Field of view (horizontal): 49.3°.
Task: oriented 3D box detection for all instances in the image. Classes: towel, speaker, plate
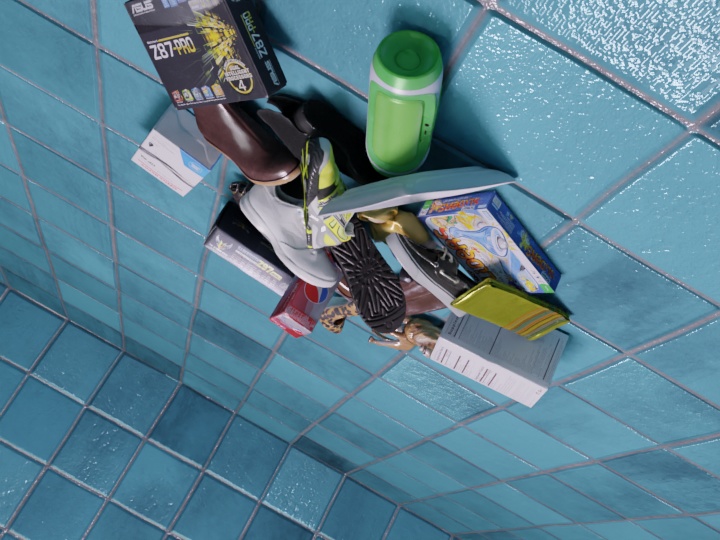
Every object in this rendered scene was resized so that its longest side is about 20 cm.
[{"bbox_3d":[0.240,0.066,1.242,0.200,0.018,0.086,22,135,-35],"label":"towel"},{"bbox_3d":[0.051,-0.198,0.966,0.088,0.088,0.200,24,155,10],"label":"speaker"},{"bbox_3d":[0.071,-0.109,1.056,0.200,0.199,0.032,-7,94,52],"label":"plate"}]

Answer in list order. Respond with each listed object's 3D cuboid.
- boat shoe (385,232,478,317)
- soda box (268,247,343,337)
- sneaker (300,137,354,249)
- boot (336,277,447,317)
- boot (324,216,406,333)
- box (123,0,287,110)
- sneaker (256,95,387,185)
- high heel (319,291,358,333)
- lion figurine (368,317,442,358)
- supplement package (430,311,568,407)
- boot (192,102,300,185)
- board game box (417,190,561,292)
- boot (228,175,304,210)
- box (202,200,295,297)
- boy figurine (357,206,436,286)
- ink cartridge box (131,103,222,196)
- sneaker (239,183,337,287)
[{"bbox_3d":[0.118,-0.006,1.211,0.200,0.064,0.071,39,-162,-34],"label":"boat shoe"},{"bbox_3d":[-0.078,0.017,1.372,0.063,0.200,0.070,37,154,-16],"label":"soda box"},{"bbox_3d":[-0.045,-0.113,1.124,0.076,0.075,0.200,-6,143,-6],"label":"sneaker"},{"bbox_3d":[0.054,0.021,1.417,0.186,0.064,0.200,37,152,-19],"label":"boot"},{"bbox_3d":[0.002,-0.002,1.288,0.158,0.079,0.211,-172,58,-83],"label":"boot"},{"bbox_3d":[-0.206,-0.300,1.034,0.200,0.049,0.161,5,127,41],"label":"box"},{"bbox_3d":[-0.053,-0.184,1.139,0.200,0.060,0.104,42,154,-18],"label":"sneaker"},{"bbox_3d":[-0.013,0.095,1.604,0.142,0.071,0.200,26,147,21],"label":"high heel"},{"bbox_3d":[0.096,0.132,1.589,0.122,0.073,0.200,20,171,-10],"label":"lion figurine"},{"bbox_3d":[0.240,0.135,1.373,0.200,0.114,0.110,26,154,9],"label":"supplement package"},{"bbox_3d":[-0.187,-0.215,1.174,0.200,0.072,0.166,25,157,38],"label":"boot"},{"bbox_3d":[0.195,-0.037,1.183,0.135,0.034,0.200,-3,141,49],"label":"board game box"},{"bbox_3d":[-0.163,-0.128,1.348,0.174,0.069,0.200,17,149,35],"label":"boot"},{"bbox_3d":[-0.185,-0.036,1.458,0.200,0.051,0.158,34,-161,-12],"label":"box"},{"bbox_3d":[0.062,-0.056,1.254,0.124,0.064,0.200,13,154,37],"label":"boy figurine"},{"bbox_3d":[-0.323,-0.201,1.369,0.116,0.068,0.200,37,154,-17],"label":"ink cartridge box"},{"bbox_3d":[-0.095,-0.063,1.223,0.088,0.075,0.200,-42,94,22],"label":"sneaker"}]
